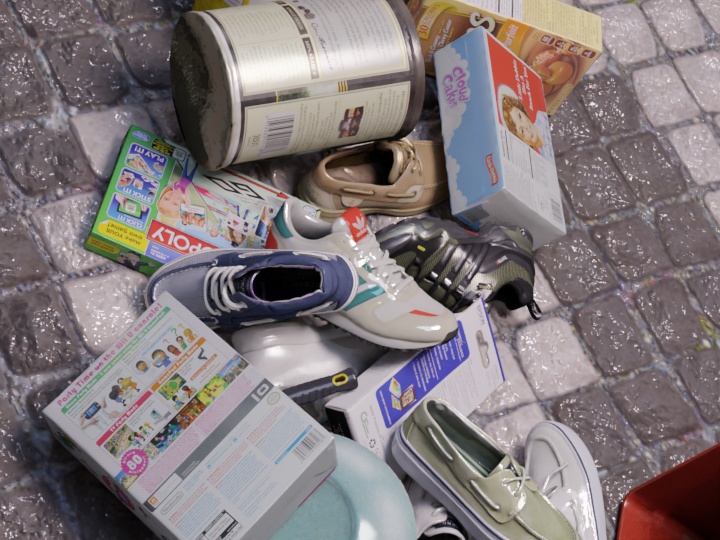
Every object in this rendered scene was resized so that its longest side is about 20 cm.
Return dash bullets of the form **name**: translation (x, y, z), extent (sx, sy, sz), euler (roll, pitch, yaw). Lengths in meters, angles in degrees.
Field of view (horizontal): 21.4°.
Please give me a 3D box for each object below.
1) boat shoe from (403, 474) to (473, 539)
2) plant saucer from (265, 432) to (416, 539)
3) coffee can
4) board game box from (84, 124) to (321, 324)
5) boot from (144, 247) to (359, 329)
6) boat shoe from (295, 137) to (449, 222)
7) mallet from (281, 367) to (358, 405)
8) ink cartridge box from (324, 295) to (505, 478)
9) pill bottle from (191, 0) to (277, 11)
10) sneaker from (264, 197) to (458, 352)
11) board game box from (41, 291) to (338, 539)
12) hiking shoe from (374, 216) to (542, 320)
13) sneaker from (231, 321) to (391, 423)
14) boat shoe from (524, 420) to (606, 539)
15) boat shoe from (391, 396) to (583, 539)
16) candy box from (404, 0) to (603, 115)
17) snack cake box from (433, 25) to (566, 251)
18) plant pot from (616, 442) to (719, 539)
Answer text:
- **boat shoe**: translation (0.072, 0.237, 1.659), extent (0.073, 0.065, 0.202), euler (17, 52, -15)
- **plant saucer**: translation (-0.053, 0.218, 1.564), extent (0.199, 0.039, 0.203), euler (-4, 62, 7)
- **coffee can**: translation (-0.060, -0.181, 1.774), extent (0.198, 0.147, 0.147), euler (-11, 64, -26)
- **board game box**: translation (-0.143, -0.039, 1.760), extent (0.198, 0.029, 0.136), euler (23, 50, -12)
- **boot**: translation (-0.106, 0.011, 1.641), extent (0.090, 0.198, 0.074), euler (8, 75, -73)
- **boat shoe**: translation (0.032, -0.095, 1.863), extent (0.199, 0.065, 0.072), euler (-17, 68, -36)
- **mallet**: translation (-0.094, 0.130, 1.626), extent (0.198, 0.041, 0.066), euler (-10, 66, -9)
- **ink cartridge box**: translation (0.052, 0.111, 1.716), extent (0.199, 0.037, 0.096), euler (-37, 121, -35)
- **pill bottle**: translation (-0.093, -0.288, 1.835), extent (0.103, 0.201, 0.105), euler (14, 46, -15)
- **sneaker**: translation (0.000, 0.000, 1.682), extent (0.198, 0.094, 0.070), euler (23, 25, 22)
- **board game box**: translation (-0.139, 0.137, 1.556), extent (0.200, 0.064, 0.148), euler (40, 73, 19)
- **hiking shoe**: translation (0.084, 0.008, 1.814), extent (0.198, 0.076, 0.102), euler (-2, 64, -21)
- **sneaker**: translation (-0.025, 0.092, 1.717), extent (0.198, 0.075, 0.090), euler (-2, 80, -31)
- **boat shoe**: translation (0.167, 0.227, 1.707), extent (0.086, 0.074, 0.204), euler (13, 59, -40)
- **boat shoe**: translation (0.114, 0.188, 1.635), extent (0.199, 0.062, 0.072), euler (36, 41, 9)
- **candy box**: translation (0.139, -0.242, 1.985), extent (0.198, 0.116, 0.056), euler (16, 52, -17)
- **snack cake box**: translation (0.138, -0.128, 1.911), extent (0.115, 0.067, 0.202), euler (31, 43, -43)
- **plant pot**: translation (0.351, 0.288, 1.698), extent (0.175, 0.200, 0.201), euler (32, 49, -19)
